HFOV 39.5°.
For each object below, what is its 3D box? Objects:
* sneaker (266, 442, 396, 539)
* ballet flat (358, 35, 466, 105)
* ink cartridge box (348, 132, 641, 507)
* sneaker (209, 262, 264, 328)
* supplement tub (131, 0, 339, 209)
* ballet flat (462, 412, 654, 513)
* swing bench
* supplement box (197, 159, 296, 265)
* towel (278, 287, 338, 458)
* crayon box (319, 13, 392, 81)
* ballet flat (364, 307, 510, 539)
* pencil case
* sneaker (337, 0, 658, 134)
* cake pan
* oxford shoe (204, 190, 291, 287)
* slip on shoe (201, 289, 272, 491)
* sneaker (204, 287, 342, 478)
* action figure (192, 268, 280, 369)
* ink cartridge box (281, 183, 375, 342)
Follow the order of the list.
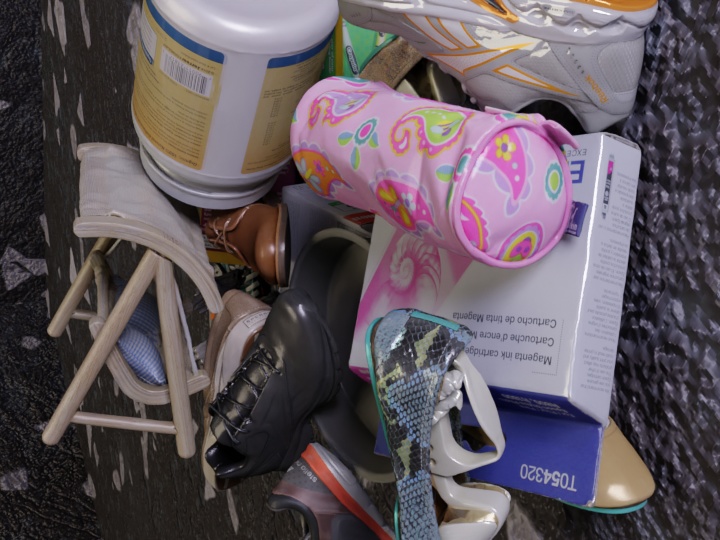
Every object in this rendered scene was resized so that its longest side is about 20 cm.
[{"bbox_3d":[-0.007,0.239,0.836,0.200,0.082,0.077,54,167,-10],"label":"sneaker"},{"bbox_3d":[0.055,-0.147,0.685,0.067,0.068,0.200,64,155,5],"label":"ballet flat"},{"bbox_3d":[0.069,0.025,0.609,0.196,0.043,0.201,0,77,53],"label":"ink cartridge box"},{"bbox_3d":[-0.148,0.026,1.186,0.080,0.071,0.200,99,153,-42],"label":"sneaker"},{"bbox_3d":[-0.105,-0.159,0.793,0.200,0.144,0.145,114,142,-49],"label":"supplement tub"},{"bbox_3d":[0.105,0.089,0.627,0.200,0.068,0.063,-160,62,-64],"label":"ballet flat"},{"bbox_3d":[-0.191,0.017,0.853,0.199,0.129,0.201,-119,41,-62],"label":"swing bench"},{"bbox_3d":[-0.127,-0.114,0.992,0.103,0.130,0.201,-91,10,-55],"label":"supplement box"},{"bbox_3d":[-0.035,0.069,1.001,0.200,0.024,0.147,62,147,36],"label":"towel"},{"bbox_3d":[-0.012,-0.195,0.825,0.119,0.058,0.201,-148,55,-60],"label":"crayon box"},{"bbox_3d":[0.051,0.117,0.570,0.074,0.074,0.201,34,141,60],"label":"ballet flat"},{"bbox_3d":[0.036,-0.062,0.579,0.200,0.087,0.088,26,121,55],"label":"pencil case"},{"bbox_3d":[0.068,-0.126,0.578,0.200,0.076,0.092,19,126,35],"label":"sneaker"},{"bbox_3d":[0.007,0.063,0.784,0.200,0.037,0.201,26,121,52],"label":"cake pan"},{"bbox_3d":[-0.097,-0.027,0.867,0.200,0.071,0.072,-139,50,-73],"label":"oxford shoe"},{"bbox_3d":[-0.112,0.108,0.892,0.061,0.076,0.201,39,135,35],"label":"slip on shoe"},{"bbox_3d":[-0.075,0.102,0.807,0.076,0.091,0.201,47,136,38],"label":"sneaker"},{"bbox_3d":[-0.094,0.071,0.971,0.102,0.119,0.200,-52,30,-1],"label":"action figure"},{"bbox_3d":[0.000,0.000,0.858,0.200,0.050,0.109,28,122,51],"label":"ink cartridge box"}]
